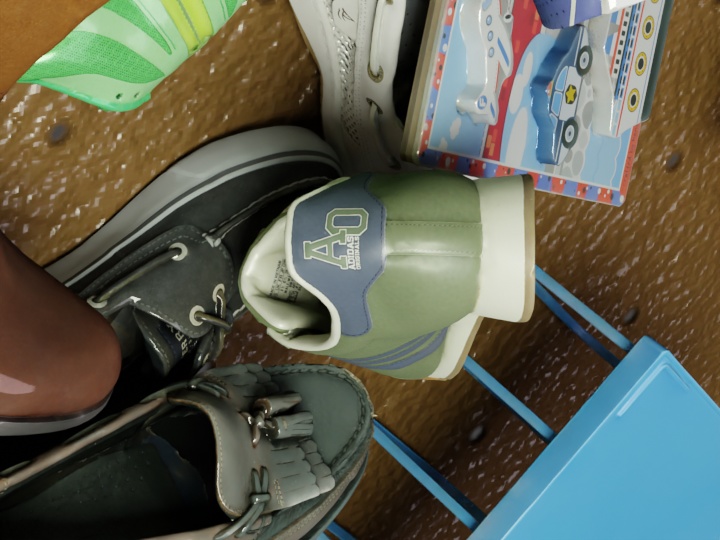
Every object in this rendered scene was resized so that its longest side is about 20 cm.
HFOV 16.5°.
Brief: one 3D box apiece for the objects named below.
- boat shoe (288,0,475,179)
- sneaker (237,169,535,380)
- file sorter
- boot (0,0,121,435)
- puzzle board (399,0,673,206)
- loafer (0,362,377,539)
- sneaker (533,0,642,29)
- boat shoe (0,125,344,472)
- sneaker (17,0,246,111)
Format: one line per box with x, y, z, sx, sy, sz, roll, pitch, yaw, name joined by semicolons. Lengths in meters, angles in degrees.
0.027;-0.065;0.917;0.071;0.069;0.200;-46;144;-14;boat shoe
0.000;0.000;0.882;0.089;0.200;0.068;1;82;-9;sneaker
0.047;0.103;1.038;0.200;0.123;0.139;-48;143;-1;file sorter
-0.103;-0.055;0.725;0.188;0.069;0.200;34;119;-20;boot
0.080;-0.128;0.893;0.150;0.017;0.201;7;96;-55;puzzle board
-0.066;0.076;0.855;0.199;0.072;0.063;-24;156;-36;loafer
0.021;-0.171;0.788;0.114;0.081;0.201;-15;98;-5;sneaker
-0.079;0.019;0.895;0.199;0.057;0.069;-33;139;-20;boat shoe
-0.071;-0.099;0.797;0.199;0.074;0.084;-13;134;-23;sneaker
